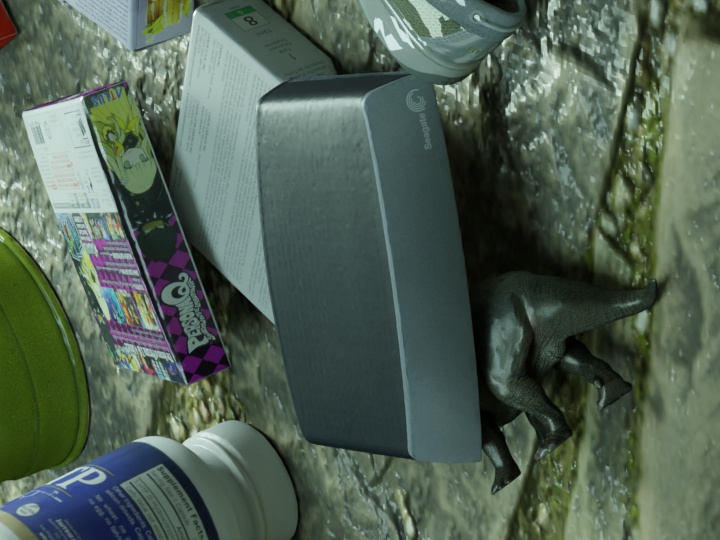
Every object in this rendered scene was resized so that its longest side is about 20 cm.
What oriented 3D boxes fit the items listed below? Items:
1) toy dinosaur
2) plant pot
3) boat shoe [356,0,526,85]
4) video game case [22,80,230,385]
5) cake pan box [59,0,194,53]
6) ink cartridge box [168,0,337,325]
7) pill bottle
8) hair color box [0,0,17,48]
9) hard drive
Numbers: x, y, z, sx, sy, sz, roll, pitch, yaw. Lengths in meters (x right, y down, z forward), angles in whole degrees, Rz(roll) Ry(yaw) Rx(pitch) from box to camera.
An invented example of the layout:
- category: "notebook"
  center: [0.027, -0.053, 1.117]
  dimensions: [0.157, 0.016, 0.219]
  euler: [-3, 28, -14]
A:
- category: "toy dinosaur"
  center: [0.076, 0.046, 1.156]
  dimensions: [0.102, 0.077, 0.200]
  euler: [52, 147, 7]
- category: "plant pot"
  center: [-0.331, 0.088, 1.621]
  dimensions: [0.200, 0.193, 0.201]
  euler: [31, 134, 39]
- category: "boat shoe"
  center: [0.006, -0.186, 1.086]
  dimensions: [0.202, 0.074, 0.065]
  euler: [58, 139, 5]
- category: "video game case"
  center: [-0.149, -0.023, 1.400]
  dimensions: [0.182, 0.036, 0.200]
  euler: [71, 163, -7]
- category: "cake pan box"
  center: [-0.172, -0.252, 1.327]
  dimensions: [0.200, 0.052, 0.185]
  euler: [36, 134, 36]
- category: "ink cartridge box"
  center: [-0.028, -0.038, 1.272]
  dimensions: [0.200, 0.050, 0.161]
  euler: [41, 139, 28]
- category: "pill bottle"
  center: [-0.143, 0.173, 1.414]
  dimensions: [0.120, 0.200, 0.120]
  euler: [30, 132, 40]
- category: "hair color box"
  center: [-0.321, -0.172, 1.565]
  dimensions: [0.200, 0.064, 0.111]
  euler: [-24, 91, 54]
- category: "hard drive"
  center: [0.000, 0.000, 1.163]
  dimensions: [0.135, 0.042, 0.201]
  euler: [4, 104, 54]
